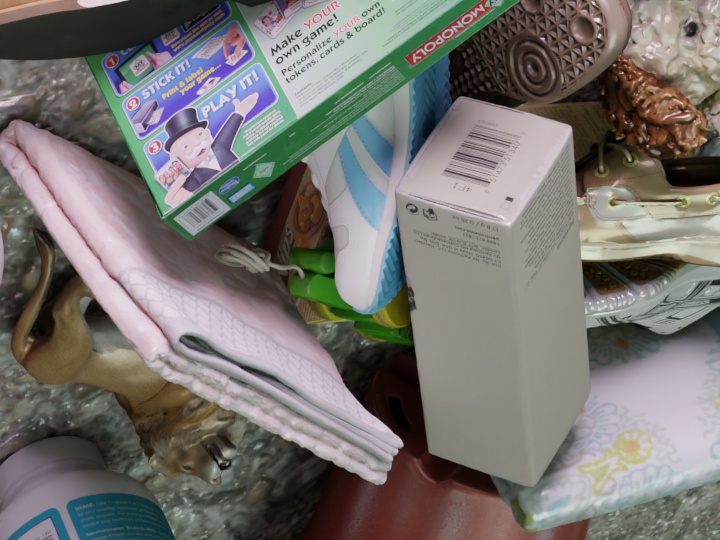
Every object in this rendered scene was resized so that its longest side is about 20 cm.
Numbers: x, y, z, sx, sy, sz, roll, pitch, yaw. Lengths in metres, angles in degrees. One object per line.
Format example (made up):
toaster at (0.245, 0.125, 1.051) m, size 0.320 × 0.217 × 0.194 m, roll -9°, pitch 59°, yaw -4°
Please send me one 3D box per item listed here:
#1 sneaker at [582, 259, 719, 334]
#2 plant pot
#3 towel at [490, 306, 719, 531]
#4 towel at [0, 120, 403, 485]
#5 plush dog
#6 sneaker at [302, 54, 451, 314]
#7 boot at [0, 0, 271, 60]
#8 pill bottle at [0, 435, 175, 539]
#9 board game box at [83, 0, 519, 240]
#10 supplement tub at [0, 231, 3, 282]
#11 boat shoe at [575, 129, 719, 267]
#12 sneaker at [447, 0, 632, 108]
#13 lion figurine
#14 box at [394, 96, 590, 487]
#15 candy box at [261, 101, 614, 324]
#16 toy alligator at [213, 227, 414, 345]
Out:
sneaker at (0.157, 0.009, 1.656) m, size 0.199 × 0.076 × 0.088 m, roll -15°, pitch 143°, yaw -20°
plant pot at (0.053, 0.162, 1.782) m, size 0.200 × 0.201 × 0.196 m, roll -4°, pitch 129°, yaw -29°
towel at (0.137, 0.063, 1.699) m, size 0.171 × 0.200 × 0.048 m, roll -17°, pitch 131°, yaw -12°
towel at (-0.080, 0.014, 1.502) m, size 0.032 × 0.191 × 0.200 m, roll -48°, pitch 138°, yaw 10°
plush dog at (0.190, -0.133, 1.549) m, size 0.171 × 0.201 × 0.160 m, roll 12°, pitch 159°, yaw -30°
sneaker at (-0.001, -0.077, 1.493) m, size 0.077 × 0.081 × 0.201 m, roll -38°, pitch 133°, yaw -63°
boot at (-0.110, -0.153, 1.403) m, size 0.199 × 0.076 × 0.074 m, roll -16°, pitch 170°, yaw 12°
pill bottle at (-0.148, 0.191, 1.662) m, size 0.110 × 0.200 × 0.111 m, roll -17°, pitch 142°, yaw -13°
board game box at (-0.034, -0.124, 1.417) m, size 0.200 × 0.135 × 0.029 m, roll -35°, pitch 143°, yaw 10°
supplement tub at (-0.260, -0.044, 1.358) m, size 0.144 × 0.145 × 0.200 m, roll -26°, pitch 143°, yaw -3°
boat shoe at (0.149, -0.043, 1.586) m, size 0.199 × 0.074 × 0.067 m, roll 3°, pitch 109°, yaw -10°
sneaker at (0.084, -0.121, 1.508) m, size 0.075 × 0.071 × 0.200 m, roll -28°, pitch -174°, yaw -35°
lion figurine at (-0.132, 0.047, 1.626) m, size 0.200 × 0.073 × 0.122 m, roll 27°, pitch 126°, yaw -32°
box at (0.071, 0.013, 1.519) m, size 0.082 × 0.068 × 0.200 m, roll -54°, pitch 151°, yaw -38°
candy box at (0.051, -0.033, 1.646) m, size 0.199 × 0.055 × 0.116 m, roll -5°, pitch 136°, yaw -29°
toy alligator at (0.000, 0.000, 1.567) m, size 0.200 × 0.059 × 0.054 m, roll 27°, pitch 75°, yaw -45°
